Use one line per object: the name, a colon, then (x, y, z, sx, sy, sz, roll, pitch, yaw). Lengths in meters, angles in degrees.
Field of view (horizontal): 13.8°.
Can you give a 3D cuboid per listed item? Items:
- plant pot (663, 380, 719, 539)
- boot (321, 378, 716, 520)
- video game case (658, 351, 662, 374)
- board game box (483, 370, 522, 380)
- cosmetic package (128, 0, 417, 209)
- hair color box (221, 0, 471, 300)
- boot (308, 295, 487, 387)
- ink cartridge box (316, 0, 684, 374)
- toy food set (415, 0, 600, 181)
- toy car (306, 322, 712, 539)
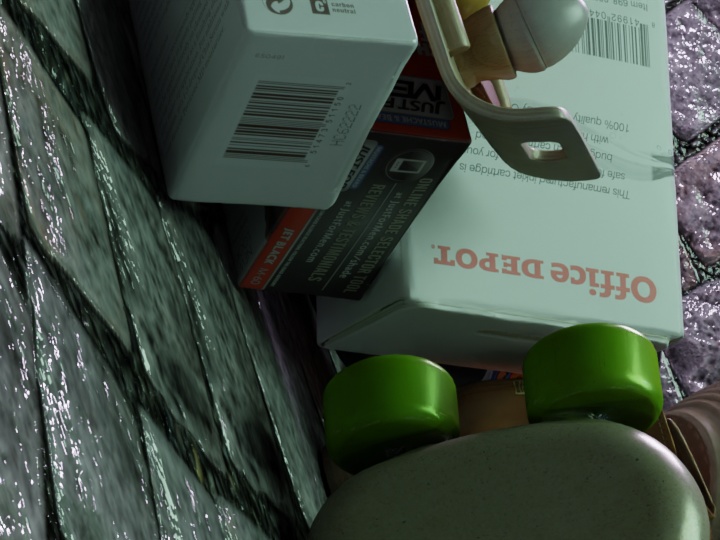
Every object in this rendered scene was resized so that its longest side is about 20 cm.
plant pot: (0.171, 0.125, 1.389, 0.093, 0.201, 0.201, 20, 36, -26)
boot: (0.085, 0.125, 1.340, 0.077, 0.155, 0.200, -97, 167, -60)
video game case: (0.111, 0.058, 1.557, 0.200, 0.036, 0.182, -117, -149, -69)
board game box: (0.074, 0.018, 1.538, 0.135, 0.034, 0.200, -109, -147, -65)
cosmetic package: (-0.045, -0.133, 1.156, 0.102, 0.071, 0.200, 119, -35, -47)
hair color box: (-0.022, -0.101, 1.257, 0.111, 0.064, 0.200, -55, -141, 44)
boot: (-0.020, -0.023, 1.378, 0.200, 0.075, 0.097, 61, -19, -3)
ink cartridge box: (0.059, -0.060, 1.318, 0.084, 0.144, 0.200, -32, -126, 56)
toy food set: (0.049, -0.138, 1.186, 0.144, 0.060, 0.200, 35, 38, -78)
toy car: (0.069, 0.146, 1.200, 0.200, 0.157, 0.165, 71, 12, -57)
